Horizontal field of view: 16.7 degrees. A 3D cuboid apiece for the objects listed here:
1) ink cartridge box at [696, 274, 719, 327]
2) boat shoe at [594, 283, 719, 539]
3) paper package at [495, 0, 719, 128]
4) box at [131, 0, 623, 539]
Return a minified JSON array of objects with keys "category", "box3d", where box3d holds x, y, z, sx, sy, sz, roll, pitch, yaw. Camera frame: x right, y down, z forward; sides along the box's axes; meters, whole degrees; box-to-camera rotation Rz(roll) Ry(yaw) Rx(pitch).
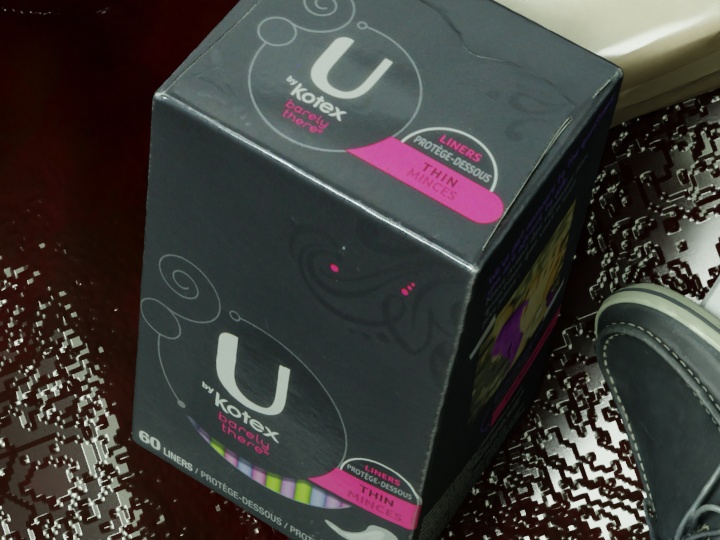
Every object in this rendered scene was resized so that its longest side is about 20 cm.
[{"category":"ink cartridge box","box3d":[0.234,0.021,0.874,0.200,0.042,0.120,33,94,17]},{"category":"boat shoe","box3d":[0.133,0.097,0.873,0.062,0.075,0.200,-22,82,-30]},{"category":"paper package","box3d":[0.097,-0.163,0.891,0.190,0.103,0.201,-22,82,12]},{"category":"box","box3d":[0.000,0.000,0.846,0.122,0.200,0.106,29,54,15]}]
